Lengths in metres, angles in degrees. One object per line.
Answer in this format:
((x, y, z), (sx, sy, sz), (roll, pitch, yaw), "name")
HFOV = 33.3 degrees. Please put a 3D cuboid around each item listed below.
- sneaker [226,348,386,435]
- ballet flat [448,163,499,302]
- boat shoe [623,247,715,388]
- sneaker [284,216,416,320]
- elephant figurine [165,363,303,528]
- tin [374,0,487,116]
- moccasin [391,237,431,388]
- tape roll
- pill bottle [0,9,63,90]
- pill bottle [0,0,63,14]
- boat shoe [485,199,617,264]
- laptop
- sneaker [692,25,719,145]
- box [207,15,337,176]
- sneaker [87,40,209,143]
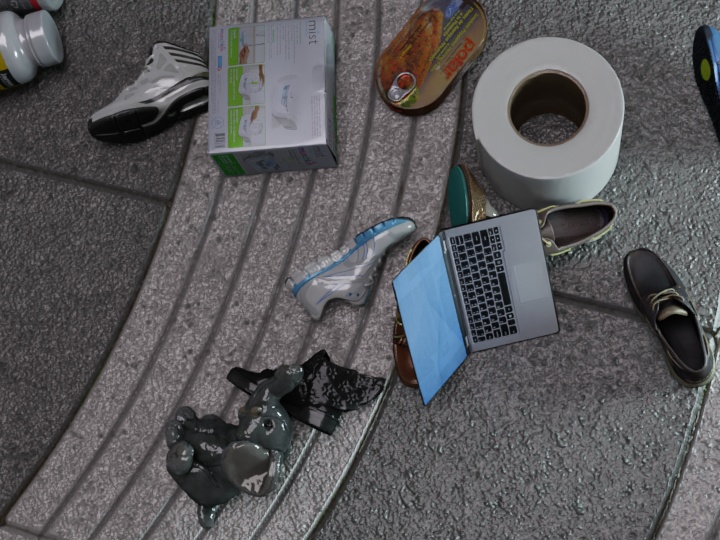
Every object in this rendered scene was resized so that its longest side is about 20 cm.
((-0.074, 0.149, 1.633), (0.199, 0.060, 0.105), (26, 81, 10), "sneaker")
((0.161, -0.049, 1.656), (0.065, 0.070, 0.202), (2, 76, -18), "ballet flat")
((0.407, 0.054, 1.571), (0.074, 0.073, 0.201), (-27, 72, 1), "boat shoe")
((0.000, 0.000, 1.664), (0.199, 0.075, 0.087), (-33, 82, 5), "sneaker")
((-0.145, 0.230, 1.575), (0.198, 0.155, 0.142), (-12, 52, 15), "elephant figurine")
((0.104, -0.313, 1.746), (0.112, 0.042, 0.200), (36, 83, 21), "tin")
((0.081, 0.057, 1.622), (0.073, 0.078, 0.203), (9, 76, 12), "moccasin")
((0.254, -0.194, 1.634), (0.201, 0.139, 0.205), (-3, 74, 9), "tape roll")
((-0.558, -0.327, 1.820), (0.198, 0.111, 0.112), (-16, 72, 5), "pill bottle")
((-0.568, -0.448, 1.857), (0.198, 0.111, 0.112), (-3, 74, 8), "pill bottle")
((0.248, -0.051, 1.607), (0.198, 0.060, 0.072), (-15, 82, -13), "boat shoe")
((0.153, 0.046, 1.545), (0.198, 0.116, 0.189), (-13, 116, 5), "laptop")
((0.515, -0.247, 1.650), (0.078, 0.066, 0.202), (-13, 72, -7), "sneaker")
((-0.125, -0.251, 1.735), (0.175, 0.097, 0.202), (-5, 73, 7), "box")
((-0.318, -0.269, 1.794), (0.199, 0.076, 0.116), (-20, 63, -5), "sneaker")
